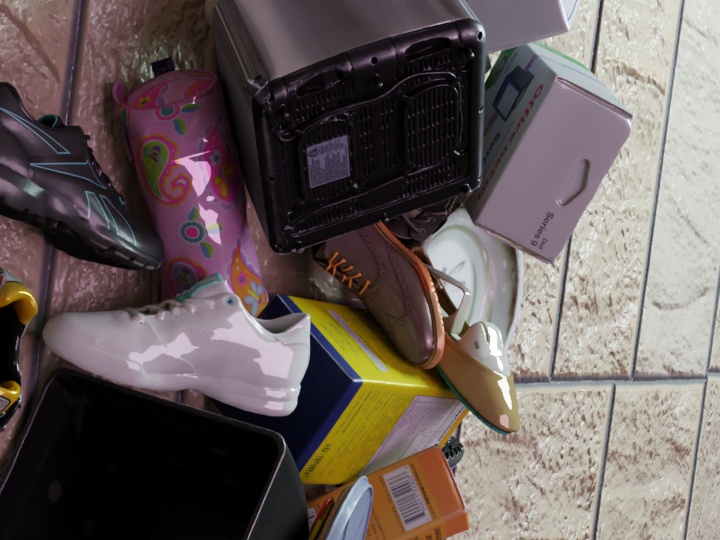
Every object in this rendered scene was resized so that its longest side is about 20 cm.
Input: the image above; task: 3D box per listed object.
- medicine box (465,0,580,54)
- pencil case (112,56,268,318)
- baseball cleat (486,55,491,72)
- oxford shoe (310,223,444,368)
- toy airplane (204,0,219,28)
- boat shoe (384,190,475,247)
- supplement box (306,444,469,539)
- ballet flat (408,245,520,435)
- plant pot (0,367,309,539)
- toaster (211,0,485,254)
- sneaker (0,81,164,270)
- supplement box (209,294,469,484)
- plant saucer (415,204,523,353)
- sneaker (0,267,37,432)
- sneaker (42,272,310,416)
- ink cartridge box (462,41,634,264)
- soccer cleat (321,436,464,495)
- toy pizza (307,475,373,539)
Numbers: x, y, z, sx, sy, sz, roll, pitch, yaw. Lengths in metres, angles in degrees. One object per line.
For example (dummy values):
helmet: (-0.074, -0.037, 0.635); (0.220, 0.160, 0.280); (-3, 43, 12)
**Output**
medicine box: (0.116, -0.296, 1.384); (0.200, 0.102, 0.184); (-61, 136, -69)
pencil case: (-0.126, -0.052, 1.209); (0.087, 0.087, 0.202); (-37, 125, -44)
baseball cleat: (0.044, -0.177, 1.443); (0.200, 0.069, 0.107); (-44, 118, -46)
oxford shoe: (0.000, 0.000, 1.339); (0.072, 0.201, 0.071); (-13, 151, -38)
toy airplane: (-0.027, -0.217, 1.257); (0.199, 0.140, 0.201); (53, 56, -46)
boat shoe: (0.046, -0.056, 1.380); (0.071, 0.201, 0.066); (32, 73, -4)
supplement box: (-0.012, 0.217, 1.328); (0.067, 0.198, 0.069); (75, -7, -67)
ballet flat: (0.080, 0.052, 1.359); (0.068, 0.200, 0.063); (16, 116, -50)
plant pot: (-0.145, 0.215, 1.159); (0.201, 0.198, 0.178); (-67, 155, -19)
toaster: (-0.008, -0.130, 1.178); (0.179, 0.119, 0.201); (-20, 144, -12)
sneaker: (-0.197, -0.058, 1.112); (0.200, 0.075, 0.080); (34, 68, -52)
supplement box: (-0.010, 0.103, 1.345); (0.199, 0.110, 0.109); (12, 119, -54)
plant saucer: (0.085, 0.020, 1.540); (0.199, 0.050, 0.203); (-15, 108, -52)
sneaker: (-0.267, 0.090, 1.040); (0.078, 0.081, 0.202); (25, 78, -53)
sneaker: (-0.129, 0.042, 1.170); (0.198, 0.075, 0.089); (13, 100, -26)
ink cartridge box: (0.152, -0.113, 1.421); (0.087, 0.200, 0.146); (24, 106, -15)
soccer cleat: (0.026, 0.195, 1.495); (0.199, 0.068, 0.074); (-20, 137, -55)
toy pizza: (-0.038, 0.245, 1.192); (0.200, 0.031, 0.202); (18, 90, -81)
